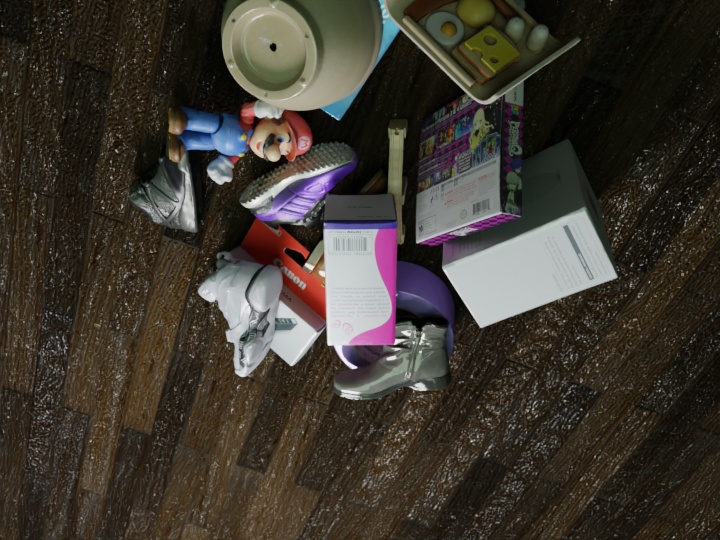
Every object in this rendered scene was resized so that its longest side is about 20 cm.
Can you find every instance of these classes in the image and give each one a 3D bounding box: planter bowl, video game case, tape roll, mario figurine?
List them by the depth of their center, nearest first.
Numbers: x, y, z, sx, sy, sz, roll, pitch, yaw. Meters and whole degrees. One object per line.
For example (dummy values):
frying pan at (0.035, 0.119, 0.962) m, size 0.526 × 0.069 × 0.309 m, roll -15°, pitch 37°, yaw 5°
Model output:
planter bowl at (-0.087, -0.281, 0.918) m, size 0.200 × 0.135 × 0.201 m, roll 9°, pitch 121°, yaw 15°
video game case at (0.137, -0.137, 0.978) m, size 0.036 × 0.182 × 0.200 m, roll 8°, pitch 168°, yaw -25°
mario figurine at (-0.164, -0.180, 1.051) m, size 0.199 × 0.123 × 0.106 m, roll -2°, pitch 88°, yaw -13°
tape roll at (0.056, 0.088, 1.253) m, size 0.199 × 0.085 × 0.200 m, roll 4°, pitch 125°, yaw 7°

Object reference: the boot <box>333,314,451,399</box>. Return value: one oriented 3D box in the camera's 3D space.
boot at (0.046, 0.129, 1.201) m, size 0.199 × 0.068 × 0.131 m, roll -8°, pitch 119°, yaw 5°

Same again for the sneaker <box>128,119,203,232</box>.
sneaker at (-0.301, -0.149, 1.147) m, size 0.114 × 0.076 × 0.200 m, roll 6°, pitch 131°, yaw -3°

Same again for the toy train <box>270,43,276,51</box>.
toy train at (-0.107, -0.343, 1.005) m, size 0.056 × 0.042 × 0.200 m, roll 6°, pitch 126°, yaw 18°

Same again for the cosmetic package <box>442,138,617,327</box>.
cosmetic package at (0.230, -0.052, 1.055) m, size 0.200 × 0.200 × 0.123 m, roll -22°, pitch 119°, yaw 22°

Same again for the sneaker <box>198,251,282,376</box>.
sneaker at (-0.197, 0.066, 1.207) m, size 0.115 × 0.075 × 0.200 m, roll 23°, pitch 115°, yaw 18°

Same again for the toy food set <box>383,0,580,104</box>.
toy food set at (0.141, -0.301, 0.890) m, size 0.200 × 0.143 × 0.060 m, roll 48°, pitch 160°, yaw 14°

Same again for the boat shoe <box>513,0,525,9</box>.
boat shoe at (0.176, -0.261, 1.008) m, size 0.071 × 0.072 × 0.201 m, roll 7°, pitch 115°, yaw 14°

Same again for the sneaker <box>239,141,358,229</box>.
sneaker at (-0.076, -0.119, 1.144) m, size 0.200 × 0.070 × 0.100 m, roll -21°, pitch 126°, yaw 26°

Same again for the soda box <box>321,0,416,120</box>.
soda box at (-0.001, -0.303, 1.000) m, size 0.068 × 0.064 × 0.200 m, roll 30°, pitch 123°, yaw -12°

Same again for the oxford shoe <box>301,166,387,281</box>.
oxford shoe at (-0.009, -0.066, 1.150) m, size 0.071 × 0.071 × 0.200 m, roll 32°, pitch 111°, yaw -7°

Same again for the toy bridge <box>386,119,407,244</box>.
toy bridge at (0.054, -0.118, 1.119) m, size 0.027 × 0.067 × 0.200 m, roll 3°, pitch 125°, yaw 6°

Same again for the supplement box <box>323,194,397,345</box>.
supplement box at (0.000, 0.000, 1.089) m, size 0.101 × 0.103 × 0.201 m, roll 0°, pitch 118°, yaw -1°

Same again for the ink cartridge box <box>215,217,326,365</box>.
ink cartridge box at (-0.137, 0.031, 1.228) m, size 0.200 × 0.044 × 0.174 m, roll 41°, pitch 124°, yaw 6°
